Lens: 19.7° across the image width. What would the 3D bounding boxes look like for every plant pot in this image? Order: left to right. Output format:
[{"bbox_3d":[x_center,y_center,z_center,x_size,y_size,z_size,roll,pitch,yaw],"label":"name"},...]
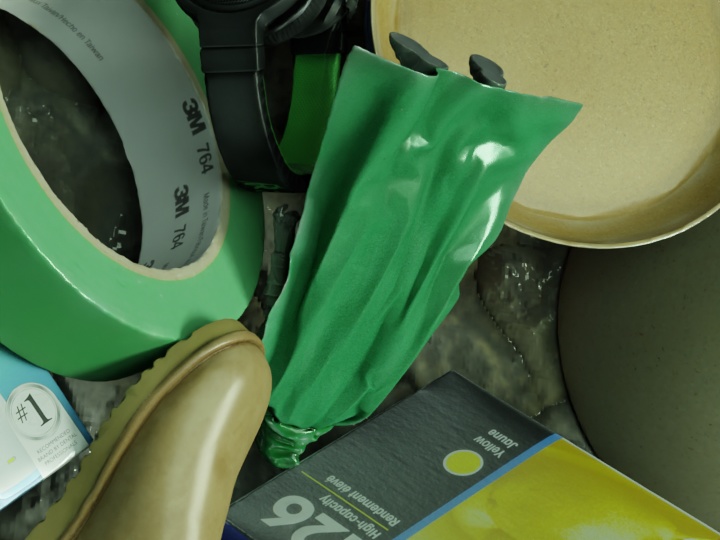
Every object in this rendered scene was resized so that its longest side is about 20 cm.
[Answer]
[{"bbox_3d":[0.097,-0.105,0.935,0.200,0.027,0.200,4,78,-17],"label":"plant pot"}]

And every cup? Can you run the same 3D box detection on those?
[{"bbox_3d":[0.218,0.024,1.003,0.200,0.143,0.201,7,74,-27],"label":"cup"}]

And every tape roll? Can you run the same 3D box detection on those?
[{"bbox_3d":[-0.118,-0.056,0.841,0.200,0.048,0.201,41,36,-39],"label":"tape roll"}]

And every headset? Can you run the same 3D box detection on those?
[{"bbox_3d":[-0.024,-0.133,0.876,0.123,0.094,0.200,-31,119,-71],"label":"headset"}]

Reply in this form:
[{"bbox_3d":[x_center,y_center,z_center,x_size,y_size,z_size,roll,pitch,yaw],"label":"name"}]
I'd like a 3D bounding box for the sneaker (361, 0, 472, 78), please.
[{"bbox_3d":[0.044,-0.083,0.973,0.075,0.078,0.200,13,72,-26],"label":"sneaker"}]

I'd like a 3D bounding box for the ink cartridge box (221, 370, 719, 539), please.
[{"bbox_3d":[0.035,0.139,0.858,0.200,0.198,0.047,-29,134,-33],"label":"ink cartridge box"}]

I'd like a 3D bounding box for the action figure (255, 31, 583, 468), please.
[{"bbox_3d":[0.000,0.000,0.871,0.118,0.055,0.200,13,114,-31],"label":"action figure"}]

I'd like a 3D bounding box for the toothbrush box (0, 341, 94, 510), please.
[{"bbox_3d":[-0.224,0.029,0.799,0.146,0.085,0.200,-35,94,-31],"label":"toothbrush box"}]

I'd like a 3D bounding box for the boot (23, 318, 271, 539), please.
[{"bbox_3d":[-0.031,0.140,0.785,0.200,0.066,0.175,35,87,24],"label":"boot"}]
